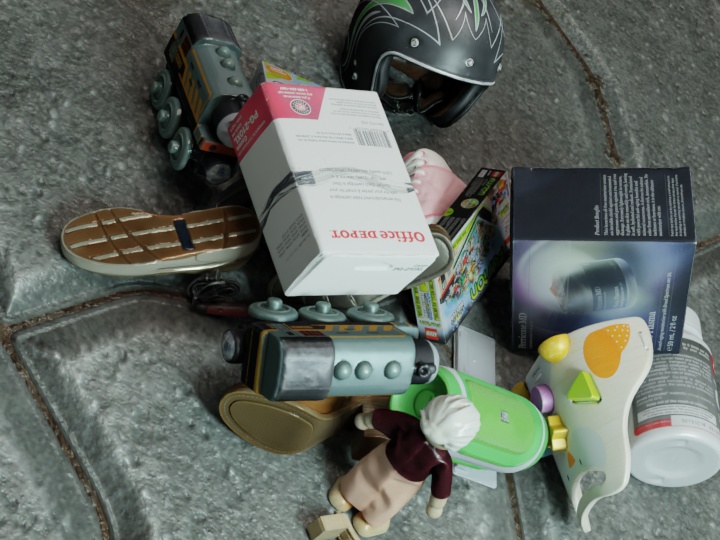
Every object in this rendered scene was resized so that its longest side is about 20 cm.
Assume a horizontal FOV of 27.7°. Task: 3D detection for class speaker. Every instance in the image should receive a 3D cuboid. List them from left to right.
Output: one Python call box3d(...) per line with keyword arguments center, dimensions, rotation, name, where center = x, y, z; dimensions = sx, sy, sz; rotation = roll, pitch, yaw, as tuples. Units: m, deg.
box3d(center=(0.113, 0.153, 1.490), dimensions=(0.200, 0.088, 0.089), rotation=(24, 41, -51), name="speaker")

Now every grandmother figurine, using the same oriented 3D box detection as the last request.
box3d(center=(0.043, 0.177, 1.384), dimensions=(0.121, 0.200, 0.061), rotation=(42, 42, -3), name="grandmother figurine")

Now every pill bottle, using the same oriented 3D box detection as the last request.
box3d(center=(0.361, 0.142, 1.718), dimensions=(0.114, 0.114, 0.200), rotation=(23, 47, -21), name="pill bottle")

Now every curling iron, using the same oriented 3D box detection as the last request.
box3d(center=(-0.077, 0.038, 1.486), dimensions=(0.200, 0.050, 0.026), rotation=(12, 45, -12), name="curling iron")

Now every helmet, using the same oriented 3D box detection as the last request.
box3d(center=(0.081, -0.281, 1.780), dimensions=(0.200, 0.191, 0.200), rotation=(20, 47, -23), name="helmet")

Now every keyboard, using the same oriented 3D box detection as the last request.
box3d(center=(0.126, 0.147, 1.615), dimensions=(0.056, 0.011, 0.200), rotation=(27, 45, -25), name="keyboard")

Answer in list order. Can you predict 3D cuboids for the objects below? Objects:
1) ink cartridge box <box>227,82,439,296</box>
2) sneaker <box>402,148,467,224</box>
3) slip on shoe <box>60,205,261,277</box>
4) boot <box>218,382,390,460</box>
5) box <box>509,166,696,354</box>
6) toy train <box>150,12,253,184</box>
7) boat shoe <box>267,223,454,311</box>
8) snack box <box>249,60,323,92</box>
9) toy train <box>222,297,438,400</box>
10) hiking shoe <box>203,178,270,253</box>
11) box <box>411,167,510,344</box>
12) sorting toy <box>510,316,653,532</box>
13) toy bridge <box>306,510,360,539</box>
box3d(center=(-0.028, -0.078, 1.442), dimensions=(0.145, 0.084, 0.200), rotation=(0, 59, -37), name="ink cartridge box")
box3d(center=(0.057, -0.079, 1.689), dimensions=(0.105, 0.075, 0.200), rotation=(56, 36, 6), name="sneaker")
box3d(center=(-0.200, -0.023, 1.464), dimensions=(0.200, 0.061, 0.076), rotation=(-8, 60, -20), name="slip on shoe")
box3d(center=(-0.050, 0.104, 1.468), dimensions=(0.200, 0.077, 0.155), rotation=(10, 44, -19), name="boot")
box3d(center=(0.268, -0.008, 1.651), dimensions=(0.198, 0.200, 0.123), rotation=(1, 49, 7), name="box")
box3d(center=(-0.164, -0.183, 1.557), dimensions=(0.085, 0.114, 0.200), rotation=(10, 38, -30), name="toy train")
box3d(center=(0.000, 0.000, 1.538), dimensions=(0.200, 0.072, 0.068), rotation=(-12, 19, -1), name="boat shoe")
box3d(center=(-0.050, -0.151, 1.627), dimensions=(0.142, 0.053, 0.200), rotation=(23, 24, -19), name="snack box")
box3d(center=(-0.025, 0.079, 1.358), dimensions=(0.200, 0.085, 0.114), rotation=(3, 14, -30), name="toy train")
box3d(center=(-0.076, -0.046, 1.561), dimensions=(0.200, 0.076, 0.101), rotation=(-5, 58, -41), name="hiking shoe")
box3d(center=(0.118, -0.019, 1.659), dimensions=(0.035, 0.110, 0.200), rotation=(9, 39, 28), name="box")
box3d(center=(0.241, 0.176, 1.563), dimensions=(0.107, 0.200, 0.180), rotation=(1, 55, -14), name="sorting toy")
box3d(center=(0.012, 0.317, 1.377), dimensions=(0.067, 0.027, 0.200), rotation=(0, 58, -40), name="toy bridge")
